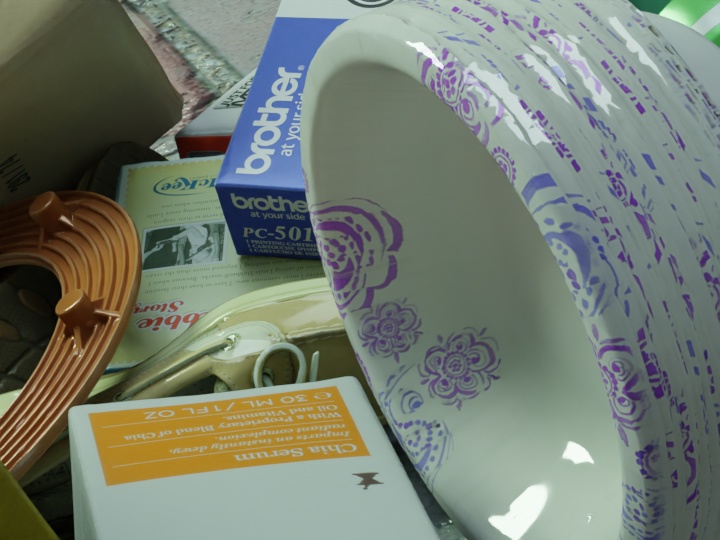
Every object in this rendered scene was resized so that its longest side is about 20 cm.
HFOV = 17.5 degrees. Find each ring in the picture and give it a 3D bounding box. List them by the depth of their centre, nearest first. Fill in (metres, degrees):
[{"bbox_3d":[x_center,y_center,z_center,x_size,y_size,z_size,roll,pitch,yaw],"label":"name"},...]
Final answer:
[{"bbox_3d":[-0.165,0.041,0.869,0.200,0.019,0.201,-28,31,19],"label":"ring"}]

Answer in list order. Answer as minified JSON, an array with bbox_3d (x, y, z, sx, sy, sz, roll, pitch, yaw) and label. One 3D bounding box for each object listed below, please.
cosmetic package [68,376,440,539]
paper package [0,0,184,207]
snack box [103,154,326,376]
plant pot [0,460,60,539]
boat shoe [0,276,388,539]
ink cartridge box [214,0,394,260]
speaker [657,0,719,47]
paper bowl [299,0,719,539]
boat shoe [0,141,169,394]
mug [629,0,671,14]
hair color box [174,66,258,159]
[{"bbox_3d":[-0.027,0.106,0.694,0.101,0.072,0.200,-6,23,-11],"label":"cosmetic package"},{"bbox_3d":[-0.186,-0.068,0.970,0.190,0.104,0.200,-39,-11,-3],"label":"paper package"},{"bbox_3d":[0.000,0.000,0.914,0.199,0.037,0.116,-5,44,7],"label":"snack box"},{"bbox_3d":[-0.198,0.073,0.669,0.176,0.200,0.200,21,60,41],"label":"plant pot"},{"bbox_3d":[-0.062,0.061,0.837,0.200,0.073,0.063,-16,31,3],"label":"boat shoe"},{"bbox_3d":[0.015,-0.091,0.933,0.094,0.044,0.201,4,51,16],"label":"ink cartridge box"},{"bbox_3d":[0.170,-0.011,0.751,0.088,0.089,0.200,-24,57,-22],"label":"speaker"},{"bbox_3d":[0.071,-0.001,0.735,0.104,0.201,0.200,-25,26,-22],"label":"paper bowl"},{"bbox_3d":[-0.126,0.027,0.962,0.068,0.072,0.200,-38,16,36],"label":"boat shoe"},{"bbox_3d":[0.145,-0.098,0.916,0.184,0.115,0.152,-22,-5,6],"label":"mug"},{"bbox_3d":[0.029,-0.057,1.054,0.199,0.061,0.102,1,27,28],"label":"hair color box"}]
